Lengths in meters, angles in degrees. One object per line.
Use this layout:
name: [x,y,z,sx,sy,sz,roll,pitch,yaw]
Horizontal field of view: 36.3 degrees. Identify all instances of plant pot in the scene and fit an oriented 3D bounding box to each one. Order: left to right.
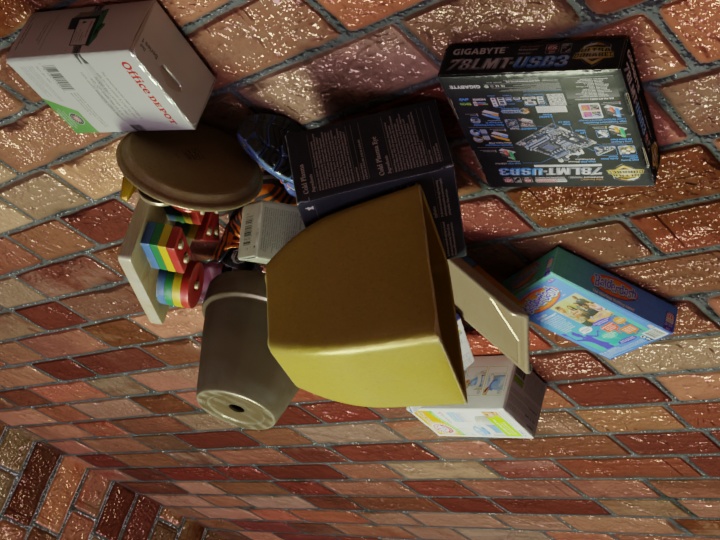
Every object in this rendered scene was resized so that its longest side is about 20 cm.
plant pot: [-0.151,0.126,1.571,0.200,0.174,0.200,13,150,8]
plant pot: [0.001,0.049,1.257,0.200,0.196,0.194,-12,150,9]

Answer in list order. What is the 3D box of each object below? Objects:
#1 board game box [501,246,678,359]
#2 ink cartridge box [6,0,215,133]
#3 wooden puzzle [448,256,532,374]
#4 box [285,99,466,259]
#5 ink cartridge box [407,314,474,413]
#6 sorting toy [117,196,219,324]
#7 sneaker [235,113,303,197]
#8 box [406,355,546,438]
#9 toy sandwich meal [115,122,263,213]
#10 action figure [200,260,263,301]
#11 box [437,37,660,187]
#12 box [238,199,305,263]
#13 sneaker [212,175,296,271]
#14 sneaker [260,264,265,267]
board game box: [0.314,0.050,1.534,0.200,0.045,0.152,25,154,-14]
ink cartridge box: [-0.297,-0.241,1.323,0.200,0.084,0.146,3,150,29]
wooden puzzle: [0.176,0.045,1.554,0.185,0.037,0.200,42,168,28]
box: [0.022,-0.088,1.317,0.182,0.104,0.200,-14,149,1]
ink cartridge box: [0.092,0.119,1.679,0.076,0.136,0.200,46,171,27]
sorting toy: [-0.252,-0.050,1.534,0.070,0.200,0.199,10,153,9]
sneaker: [-0.084,-0.129,1.419,0.200,0.075,0.078,36,152,-28]
box: [0.196,0.215,1.862,0.200,0.101,0.112,-5,145,39]
toy sandwich meal: [-0.216,-0.121,1.387,0.205,0.205,0.070,19,126,-2]
action figure: [-0.259,0.031,1.766,0.200,0.149,0.134,-11,150,23]
box: [0.208,-0.165,1.188,0.200,0.050,0.199,2,150,28]
box: [-0.060,-0.040,1.485,0.200,0.082,0.068,10,173,-27]
sneaker: [-0.147,-0.054,1.554,0.078,0.112,0.200,25,152,-15]
sneaker: [-0.108,0.006,1.641,0.200,0.115,0.076,10,153,18]
